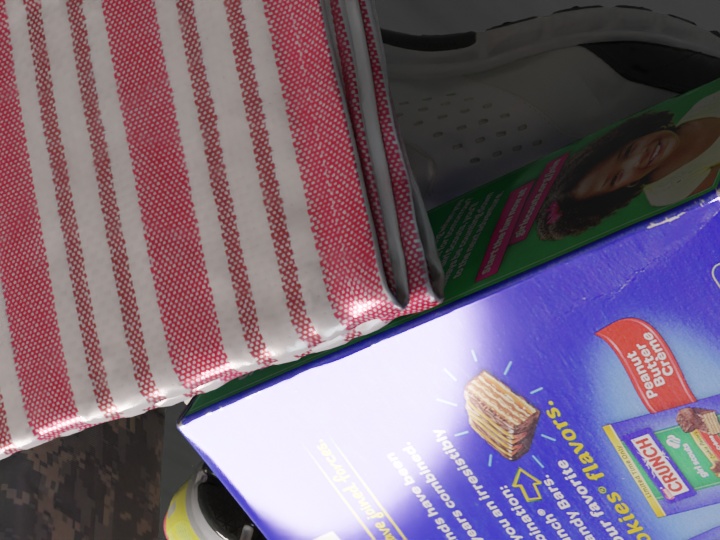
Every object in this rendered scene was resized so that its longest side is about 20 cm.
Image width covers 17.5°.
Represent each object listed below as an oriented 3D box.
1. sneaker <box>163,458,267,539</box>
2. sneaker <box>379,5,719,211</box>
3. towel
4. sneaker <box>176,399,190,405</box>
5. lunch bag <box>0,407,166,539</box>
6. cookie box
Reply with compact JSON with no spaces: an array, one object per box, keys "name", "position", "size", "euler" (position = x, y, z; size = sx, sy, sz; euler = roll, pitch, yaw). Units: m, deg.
[{"name":"sneaker","position":[0.003,0.116,1.038],"size":[0.200,0.078,0.090],"euler":[18,153,-25]},{"name":"sneaker","position":[0.035,-0.035,0.746],"size":[0.200,0.080,0.074],"euler":[-3,149,-6]},{"name":"towel","position":[-0.073,-0.027,0.679],"size":[0.200,0.147,0.030],"euler":[-21,160,29]},{"name":"sneaker","position":[0.000,0.000,0.806],"size":[0.200,0.079,0.089],"euler":[-9,154,10]},{"name":"lunch bag","position":[-0.184,0.130,0.931],"size":[0.200,0.164,0.118],"euler":[-18,145,26]},{"name":"cookie box","position":[0.076,0.056,0.669],"size":[0.200,0.075,0.171],"euler":[-24,111,37]}]
